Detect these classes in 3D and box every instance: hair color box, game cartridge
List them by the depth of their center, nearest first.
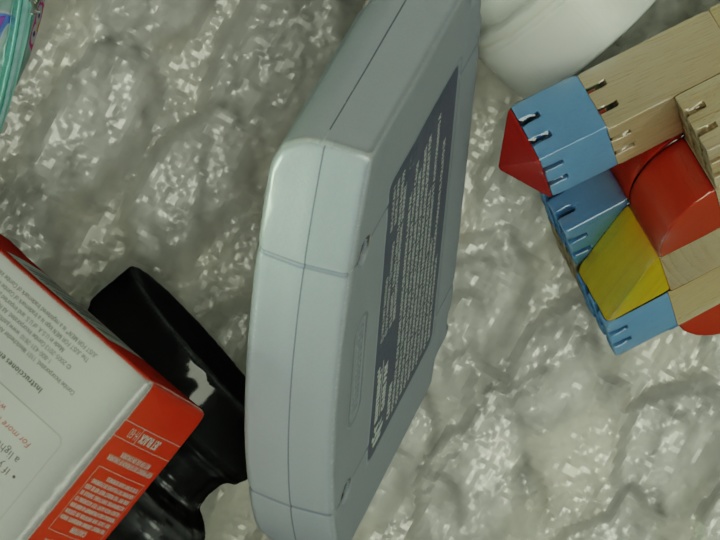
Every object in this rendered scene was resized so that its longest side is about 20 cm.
[{"bbox_3d":[-0.156,0.089,0.968,0.101,0.061,0.200,40,89,19],"label":"hair color box"},{"bbox_3d":[0.000,0.000,0.994,0.041,0.133,0.200,14,136,10],"label":"game cartridge"}]

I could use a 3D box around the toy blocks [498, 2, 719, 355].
[{"bbox_3d":[0.127,-0.027,1.038,0.137,0.200,0.100,-27,59,0],"label":"toy blocks"}]

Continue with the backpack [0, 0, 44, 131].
[{"bbox_3d":[-0.189,-0.113,0.986,0.175,0.153,0.200,4,109,-12],"label":"backpack"}]

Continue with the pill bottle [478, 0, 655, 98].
[{"bbox_3d":[0.019,-0.159,1.016,0.112,0.112,0.200,-43,102,3],"label":"pill bottle"}]

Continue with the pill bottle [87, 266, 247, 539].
[{"bbox_3d":[-0.128,0.095,1.051,0.200,0.112,0.112,-42,103,3],"label":"pill bottle"}]
